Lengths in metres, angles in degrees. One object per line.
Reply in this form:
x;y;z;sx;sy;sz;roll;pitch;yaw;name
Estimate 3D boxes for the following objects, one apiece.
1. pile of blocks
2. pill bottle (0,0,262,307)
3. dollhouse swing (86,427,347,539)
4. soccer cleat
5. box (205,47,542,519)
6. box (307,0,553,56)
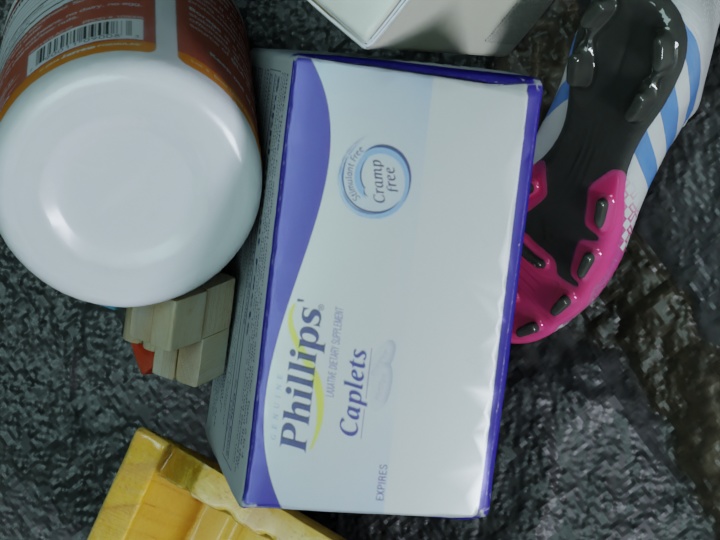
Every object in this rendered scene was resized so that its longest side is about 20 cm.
-0.103;0.006;1.214;0.082;0.200;0.062;6;109;-8;pile of blocks
-0.101;-0.076;1.161;0.112;0.200;0.113;-2;117;-3;pill bottle
-0.044;0.201;1.218;0.200;0.182;0.176;30;87;13;dollhouse swing
0.111;-0.051;1.204;0.070;0.086;0.200;38;126;18;soccer cleat
0.000;0.000;1.158;0.105;0.200;0.185;6;95;-8;box
0.034;-0.141;1.149;0.068;0.200;0.082;42;104;13;box
